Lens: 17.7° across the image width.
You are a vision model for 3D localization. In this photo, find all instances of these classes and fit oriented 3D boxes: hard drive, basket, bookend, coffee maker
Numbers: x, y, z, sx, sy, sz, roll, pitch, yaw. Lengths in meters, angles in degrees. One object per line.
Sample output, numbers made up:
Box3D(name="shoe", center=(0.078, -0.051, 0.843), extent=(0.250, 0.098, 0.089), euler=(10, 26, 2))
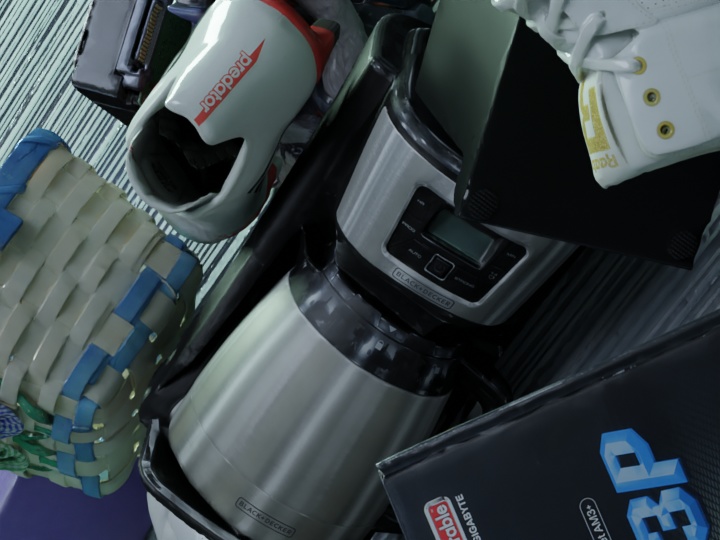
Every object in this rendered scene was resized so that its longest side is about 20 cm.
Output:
Box3D(name="hard drive", center=(-0.070, -0.124, 1.090), extent=(0.038, 0.200, 0.141), euler=(14, 84, 16))
Box3D(name="basket", center=(-0.177, 0.006, 1.053), extent=(0.139, 0.199, 0.177), euler=(-54, -11, -23))
Box3D(name="bookend", center=(0.083, -0.133, 0.854), extent=(0.199, 0.091, 0.202), euler=(-120, 45, -67))
Box3D(name="coffee maker", center=(0.000, 0.000, 0.959), extent=(0.201, 0.134, 0.193), euler=(-55, 34, 20))

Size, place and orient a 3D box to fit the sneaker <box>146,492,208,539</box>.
Box3D(name="sneaker", center=(-0.038, 0.132, 1.013), extent=(0.088, 0.075, 0.202), euler=(-27, 61, 39))

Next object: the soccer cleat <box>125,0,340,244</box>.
Box3D(name="soccer cleat", center=(-0.067, -0.050, 0.945), extent=(0.085, 0.069, 0.200), euler=(-50, 0, -26))

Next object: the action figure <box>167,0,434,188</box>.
Box3D(name="action figure", center=(-0.002, -0.124, 1.036), extent=(0.104, 0.200, 0.195), euler=(20, 99, 17))

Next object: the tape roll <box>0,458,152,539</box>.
Box3D(name="tape roll", center=(-0.180, 0.082, 1.225), extent=(0.199, 0.085, 0.202), euler=(-30, 50, 44))

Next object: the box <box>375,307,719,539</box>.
Box3D(name="box", center=(0.115, 0.116, 0.667), extent=(0.158, 0.046, 0.201), euler=(-24, 83, 11))

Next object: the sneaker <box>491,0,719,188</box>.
Box3D(name="sneaker", center=(0.063, -0.085, 0.708), extent=(0.074, 0.198, 0.117), euler=(157, 115, -85))
